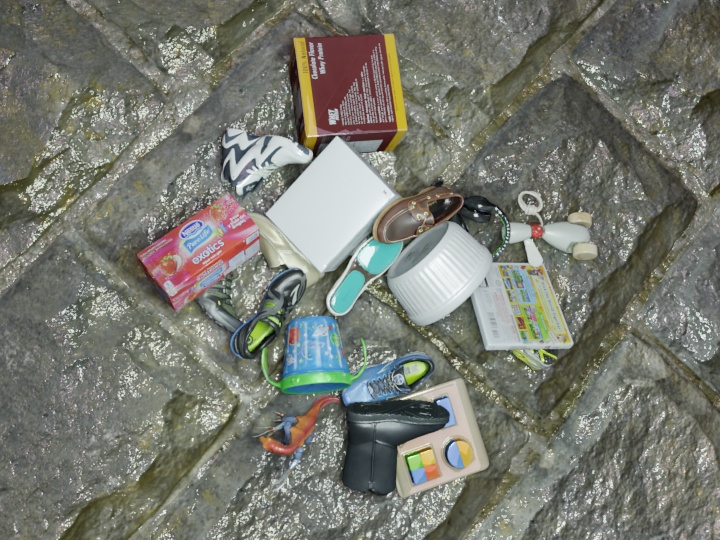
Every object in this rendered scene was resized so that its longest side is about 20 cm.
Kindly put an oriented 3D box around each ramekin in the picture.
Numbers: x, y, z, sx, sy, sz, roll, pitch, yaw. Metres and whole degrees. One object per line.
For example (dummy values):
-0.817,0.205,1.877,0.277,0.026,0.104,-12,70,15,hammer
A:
0.141,-0.002,1.275,0.105,0.200,0.200,46,77,-13,ramekin

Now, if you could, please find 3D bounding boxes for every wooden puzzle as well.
0.144,0.328,1.317,0.198,0.046,0.187,-16,85,-12,wooden puzzle

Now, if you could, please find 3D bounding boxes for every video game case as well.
0.312,0.068,1.342,0.180,0.023,0.201,1,52,-13,video game case

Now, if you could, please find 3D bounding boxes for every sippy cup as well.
-0.087,0.157,1.263,0.177,0.139,0.132,7,69,-34,sippy cup

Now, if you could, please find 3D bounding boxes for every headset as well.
0.217,-0.108,1.370,0.200,0.094,0.124,44,111,-1,headset

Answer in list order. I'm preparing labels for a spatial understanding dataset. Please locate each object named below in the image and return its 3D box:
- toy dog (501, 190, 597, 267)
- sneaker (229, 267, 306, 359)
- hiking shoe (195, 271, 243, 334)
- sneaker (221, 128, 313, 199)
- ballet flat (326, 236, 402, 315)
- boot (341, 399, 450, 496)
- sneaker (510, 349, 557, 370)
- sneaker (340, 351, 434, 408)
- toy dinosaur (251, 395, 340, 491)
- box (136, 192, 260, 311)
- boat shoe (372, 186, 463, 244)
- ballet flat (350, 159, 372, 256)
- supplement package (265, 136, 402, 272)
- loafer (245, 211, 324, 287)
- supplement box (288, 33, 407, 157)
0.394,-0.069,1.403,0.199,0.096,0.133,22,70,7,toy dog
-0.159,0.085,1.243,0.071,0.082,0.200,45,75,-31,sneaker
-0.270,0.024,1.269,0.100,0.076,0.201,-37,89,-9,hiking shoe
-0.190,-0.194,1.292,0.197,0.079,0.131,14,92,17,sneaker
0.000,0.000,1.286,0.069,0.069,0.200,40,79,-3,ballet flat
0.064,0.333,1.259,0.198,0.076,0.170,0,106,-3,boot
0.306,0.125,1.360,0.075,0.077,0.200,-27,67,-28,sneaker
0.054,0.209,1.295,0.199,0.089,0.079,-24,86,-11,sneaker
-0.123,0.283,1.206,0.105,0.181,0.200,41,77,-2,toy dinosaur
-0.284,-0.032,1.202,0.200,0.100,0.096,-38,76,-19,box
0.110,-0.104,1.239,0.199,0.070,0.071,-34,128,-32,boat shoe
-0.010,-0.125,1.346,0.069,0.069,0.202,3,85,-10,ballet flat
-0.047,-0.122,1.269,0.156,0.111,0.200,46,99,7,supplement package
-0.161,-0.036,1.297,0.200,0.076,0.068,38,72,-4,loafer
-0.030,-0.345,1.333,0.198,0.133,0.199,-7,84,-11,supplement box
